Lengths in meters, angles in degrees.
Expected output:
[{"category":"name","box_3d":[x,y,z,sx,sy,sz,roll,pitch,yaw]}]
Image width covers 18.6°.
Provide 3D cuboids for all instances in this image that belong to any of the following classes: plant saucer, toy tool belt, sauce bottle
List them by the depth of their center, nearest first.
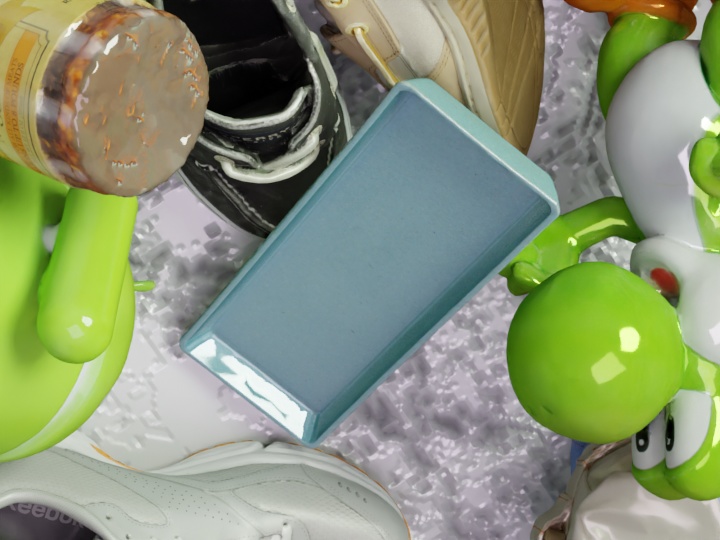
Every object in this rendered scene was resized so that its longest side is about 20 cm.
[{"category":"sauce bottle","box_3d":[-0.140,-0.079,0.741,0.066,0.199,0.066,-24,124,-43]},{"category":"plant saucer","box_3d":[0.000,0.000,0.804,0.070,0.019,0.200,38,142,-4]},{"category":"toy tool belt","box_3d":[0.126,0.097,0.879,0.124,0.123,0.201,-16,100,17]}]

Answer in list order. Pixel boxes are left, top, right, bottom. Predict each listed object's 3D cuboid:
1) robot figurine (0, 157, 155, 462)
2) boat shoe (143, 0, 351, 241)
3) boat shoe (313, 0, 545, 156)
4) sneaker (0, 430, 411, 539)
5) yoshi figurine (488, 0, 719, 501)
[{"category":"robot figurine","box_3d":[-0.159,0.009,0.775,0.175,0.200,0.116,-22,73,26]},{"category":"boat shoe","box_3d":[-0.044,-0.063,0.773,0.070,0.064,0.200,-22,141,1]},{"category":"boat shoe","box_3d":[0.015,-0.103,0.774,0.069,0.074,0.200,3,152,21]},{"category":"sneaker","box_3d":[-0.076,0.112,0.863,0.199,0.092,0.076,8,111,-8]},{"category":"yoshi figurine","box_3d":[0.097,-0.023,0.759,0.111,0.112,0.201,1,81,9]}]
